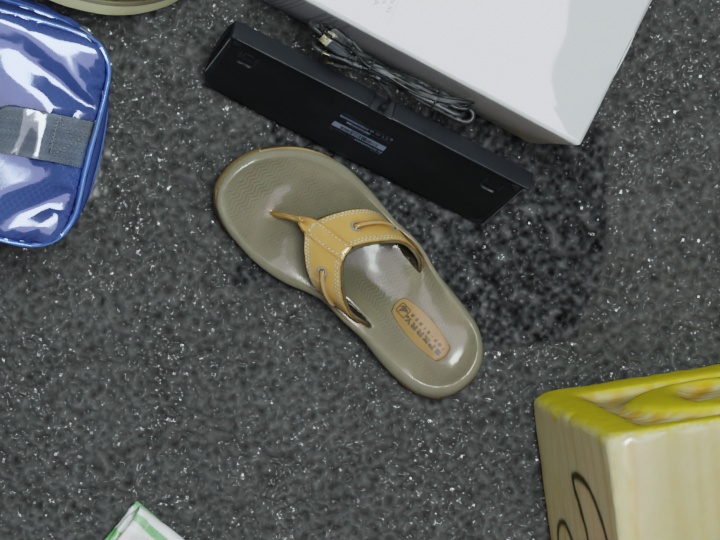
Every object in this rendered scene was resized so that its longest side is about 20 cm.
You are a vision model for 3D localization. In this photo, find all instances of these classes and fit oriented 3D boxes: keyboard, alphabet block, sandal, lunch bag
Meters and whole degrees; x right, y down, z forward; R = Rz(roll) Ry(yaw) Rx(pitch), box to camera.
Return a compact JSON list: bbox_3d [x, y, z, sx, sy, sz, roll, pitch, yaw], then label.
[{"bbox_3d":[0.010,-0.094,1.534,0.199,0.127,0.021,26,66,-11],"label":"keyboard"},{"bbox_3d":[0.225,0.166,1.553,0.196,0.195,0.201,-9,95,-11],"label":"alphabet block"},{"bbox_3d":[0.000,0.000,1.570,0.200,0.054,0.080,44,87,-10],"label":"sandal"},{"bbox_3d":[-0.241,-0.096,1.482,0.199,0.132,0.136,12,92,-11],"label":"lunch bag"}]

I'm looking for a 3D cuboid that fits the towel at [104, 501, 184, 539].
[{"bbox_3d":[-0.143,0.261,1.583,0.152,0.023,0.200,40,87,-11],"label":"towel"}]

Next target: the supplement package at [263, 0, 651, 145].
[{"bbox_3d":[0.055,-0.169,1.532,0.199,0.120,0.122,28,88,-11],"label":"supplement package"}]

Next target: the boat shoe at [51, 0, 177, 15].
[{"bbox_3d":[-0.170,-0.195,1.481,0.199,0.075,0.069,2,129,-38],"label":"boat shoe"}]
